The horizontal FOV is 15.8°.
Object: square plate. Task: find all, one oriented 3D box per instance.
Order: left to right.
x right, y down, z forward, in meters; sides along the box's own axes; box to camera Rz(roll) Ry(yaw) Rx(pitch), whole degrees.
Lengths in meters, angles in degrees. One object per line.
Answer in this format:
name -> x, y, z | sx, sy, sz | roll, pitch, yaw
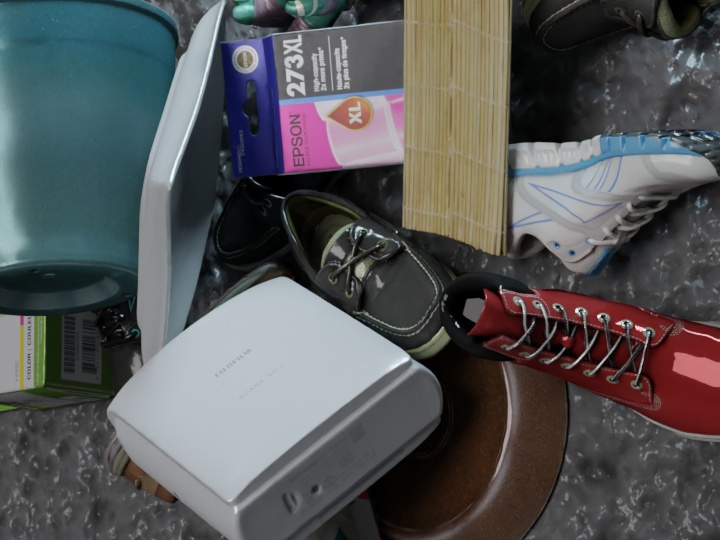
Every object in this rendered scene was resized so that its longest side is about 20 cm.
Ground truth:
square plate -> -0.124, -0.051, 1.778 | 0.201, 0.028, 0.199 | -78, -4, -46

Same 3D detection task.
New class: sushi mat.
sushi mat -> 0.061, -0.113, 1.647 | 0.095, 0.012, 0.201 | 21, 118, 46

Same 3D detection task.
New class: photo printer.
photo printer -> -0.063, 0.087, 1.678 | 0.166, 0.070, 0.200 | -37, 35, -16

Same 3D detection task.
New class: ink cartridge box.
ink cartridge box -> -0.281, 0.034, 2.017 | 0.199, 0.076, 0.149 | -11, 75, 42
ink cartridge box -> 0.000, -0.116, 1.724 | 0.199, 0.037, 0.095 | -5, 92, 18

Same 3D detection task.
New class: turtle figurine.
turtle figurine -> -0.022, -0.217, 1.788 | 0.200, 0.100, 0.150 | 126, 157, -43

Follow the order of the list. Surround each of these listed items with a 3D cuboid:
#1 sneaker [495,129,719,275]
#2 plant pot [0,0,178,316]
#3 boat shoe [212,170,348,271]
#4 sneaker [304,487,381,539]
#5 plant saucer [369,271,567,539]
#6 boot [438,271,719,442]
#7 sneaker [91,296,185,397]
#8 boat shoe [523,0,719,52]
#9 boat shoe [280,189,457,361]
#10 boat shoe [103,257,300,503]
sneaker -> 0.158, -0.042, 1.609 | 0.200, 0.075, 0.087 | -7, 84, 52
plant pot -> -0.219, -0.073, 1.812 | 0.199, 0.199, 0.189 | -20, 69, 41
boat shoe -> -0.052, -0.073, 1.816 | 0.199, 0.066, 0.075 | -39, 58, 33
sneaker -> -0.022, 0.208, 1.691 | 0.201, 0.093, 0.070 | 67, 149, 15
plant saucer -> 0.050, 0.099, 1.709 | 0.200, 0.034, 0.202 | -9, 78, 44
boot -> 0.146, 0.049, 1.544 | 0.199, 0.144, 0.073 | 17, 91, 41
sneaker -> -0.181, 0.018, 1.920 | 0.075, 0.079, 0.201 | -20, 70, 41
boat shoe -> 0.185, -0.175, 1.588 | 0.200, 0.072, 0.066 | -26, 63, 34
boat shoe -> 0.000, -0.001, 1.718 | 0.072, 0.066, 0.201 | -53, 32, 2
boat shoe -> -0.100, 0.080, 1.844 | 0.072, 0.076, 0.200 | 39, 104, 6
